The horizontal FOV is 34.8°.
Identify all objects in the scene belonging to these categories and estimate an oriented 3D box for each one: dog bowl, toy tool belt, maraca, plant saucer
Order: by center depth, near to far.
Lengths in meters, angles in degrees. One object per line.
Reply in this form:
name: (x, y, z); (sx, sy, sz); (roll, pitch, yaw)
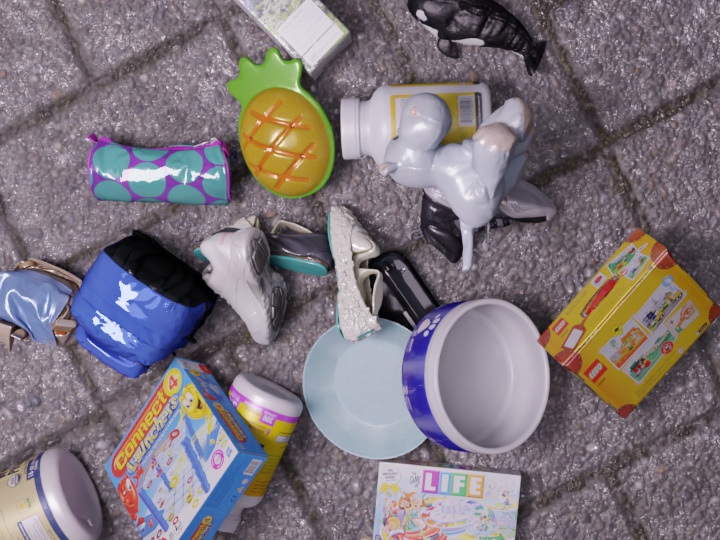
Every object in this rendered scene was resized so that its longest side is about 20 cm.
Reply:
dog bowl: (0.153, 0.139, 1.519); (0.198, 0.078, 0.203); (4, 84, -34)
maraca: (-0.106, -0.194, 1.540); (0.136, 0.107, 0.202); (-14, 102, 19)
toy tool belt: (-0.467, 0.045, 1.566); (0.198, 0.123, 0.126); (14, 94, 2)
plant saucer: (0.020, 0.157, 1.582); (0.198, 0.039, 0.204); (3, 103, 14)

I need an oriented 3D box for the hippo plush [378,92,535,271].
hippo plush: (0.117, -0.142, 1.441); (0.159, 0.159, 0.202); (24, 120, 15)

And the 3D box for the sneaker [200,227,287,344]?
sneaker: (-0.161, 0.018, 1.552); (0.098, 0.078, 0.202); (6, 133, 20)

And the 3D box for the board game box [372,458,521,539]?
board game box: (0.118, 0.339, 1.604); (0.197, 0.034, 0.136); (5, 93, 2)

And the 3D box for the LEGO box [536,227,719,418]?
LEGO box: (0.358, 0.072, 1.527); (0.200, 0.077, 0.149); (-48, 121, 4)

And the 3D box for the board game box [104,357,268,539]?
board game box: (-0.237, 0.255, 1.530); (0.201, 0.056, 0.196); (-56, 47, 13)

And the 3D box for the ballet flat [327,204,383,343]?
ballet flat: (0.000, 0.000, 1.542); (0.071, 0.072, 0.202); (-7, 66, 3)

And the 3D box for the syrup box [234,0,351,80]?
syrup box: (-0.108, -0.358, 1.549); (0.079, 0.081, 0.200); (-45, 90, 2)

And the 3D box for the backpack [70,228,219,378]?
backpack: (-0.290, 0.055, 1.521); (0.161, 0.200, 0.169); (29, 94, 0)

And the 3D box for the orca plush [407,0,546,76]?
orca plush: (0.156, -0.327, 1.545); (0.199, 0.071, 0.106); (38, 94, 0)

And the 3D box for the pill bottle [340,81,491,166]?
pill bottle: (0.074, -0.192, 1.536); (0.197, 0.112, 0.114); (-1, 93, 3)

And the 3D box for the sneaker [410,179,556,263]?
sneaker: (0.162, -0.069, 1.562); (0.198, 0.076, 0.115); (7, 125, -22)

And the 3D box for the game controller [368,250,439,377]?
game controller: (0.064, 0.075, 1.595); (0.104, 0.042, 0.201); (-34, 91, 18)

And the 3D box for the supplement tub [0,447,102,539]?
supplement tub: (-0.470, 0.345, 1.572); (0.198, 0.144, 0.146); (-25, 92, 3)

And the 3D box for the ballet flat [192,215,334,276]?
ballet flat: (-0.130, -0.038, 1.582); (0.197, 0.073, 0.074); (7, 94, 8)

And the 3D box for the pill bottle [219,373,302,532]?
pill bottle: (-0.162, 0.251, 1.575); (0.103, 0.104, 0.202); (24, 94, 1)

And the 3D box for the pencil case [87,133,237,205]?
pencil case: (-0.270, -0.137, 1.567); (0.197, 0.085, 0.094); (1, 109, 2)
